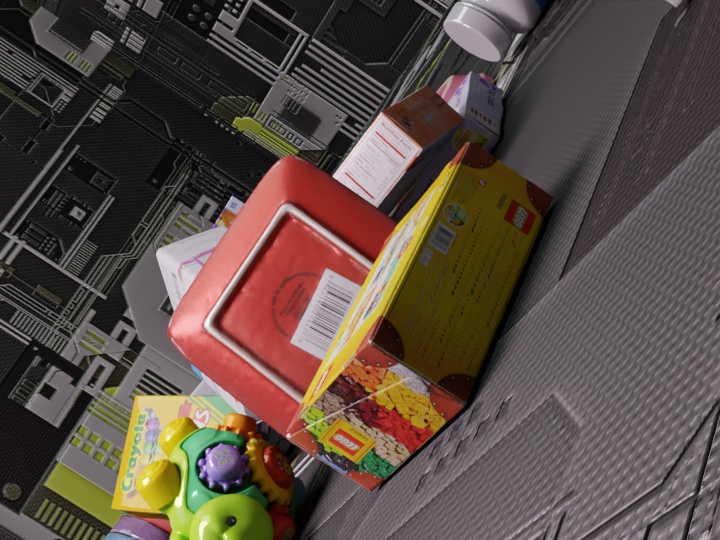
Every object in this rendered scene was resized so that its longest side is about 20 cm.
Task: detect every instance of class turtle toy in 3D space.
[{"bbox_3d":[-0.107,0.197,1.219,0.101,0.146,0.200,-32,14,17],"label":"turtle toy"}]

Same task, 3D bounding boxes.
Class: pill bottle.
[{"bbox_3d":[0.184,-0.357,1.754,0.201,0.112,0.112,-58,6,-7],"label":"pill bottle"}]

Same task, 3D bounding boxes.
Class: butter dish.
[{"bbox_3d":[-0.029,0.036,1.266,0.201,0.199,0.148,-56,-17,4],"label":"butter dish"}]

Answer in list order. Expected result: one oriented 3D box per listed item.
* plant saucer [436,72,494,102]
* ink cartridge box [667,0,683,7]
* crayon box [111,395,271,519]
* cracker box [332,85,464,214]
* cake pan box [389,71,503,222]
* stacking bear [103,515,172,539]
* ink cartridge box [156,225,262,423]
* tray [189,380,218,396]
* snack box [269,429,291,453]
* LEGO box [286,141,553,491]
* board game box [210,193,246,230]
[{"bbox_3d":[0.093,-0.167,1.820,0.201,0.051,0.201,-57,6,10],"label":"plant saucer"},{"bbox_3d":[0.253,-0.303,1.002,0.200,0.084,0.145,-51,8,40],"label":"ink cartridge box"},{"bbox_3d":[-0.188,0.198,1.531,0.199,0.051,0.128,-5,68,38],"label":"crayon box"},{"bbox_3d":[0.007,-0.081,1.439,0.200,0.058,0.134,-50,-5,27],"label":"cracker box"},{"bbox_3d":[0.086,-0.111,1.580,0.185,0.052,0.200,-53,7,22],"label":"cake pan box"},{"bbox_3d":[-0.275,0.383,1.734,0.201,0.113,0.121,-65,8,-24],"label":"stacking bear"},{"bbox_3d":[-0.125,0.050,1.466,0.084,0.146,0.200,-21,19,-16],"label":"ink cartridge box"},{"bbox_3d":[-0.149,0.169,1.767,0.108,0.022,0.200,-51,-26,-11],"label":"tray"},{"bbox_3d":[-0.104,0.162,1.633,0.169,0.067,0.200,-57,7,5],"label":"snack box"},{"bbox_3d":[0.042,0.032,1.027,0.149,0.077,0.201,-51,9,52],"label":"LEGO box"},{"bbox_3d":[-0.114,0.014,1.850,0.135,0.199,0.045,-57,6,4],"label":"board game box"}]
